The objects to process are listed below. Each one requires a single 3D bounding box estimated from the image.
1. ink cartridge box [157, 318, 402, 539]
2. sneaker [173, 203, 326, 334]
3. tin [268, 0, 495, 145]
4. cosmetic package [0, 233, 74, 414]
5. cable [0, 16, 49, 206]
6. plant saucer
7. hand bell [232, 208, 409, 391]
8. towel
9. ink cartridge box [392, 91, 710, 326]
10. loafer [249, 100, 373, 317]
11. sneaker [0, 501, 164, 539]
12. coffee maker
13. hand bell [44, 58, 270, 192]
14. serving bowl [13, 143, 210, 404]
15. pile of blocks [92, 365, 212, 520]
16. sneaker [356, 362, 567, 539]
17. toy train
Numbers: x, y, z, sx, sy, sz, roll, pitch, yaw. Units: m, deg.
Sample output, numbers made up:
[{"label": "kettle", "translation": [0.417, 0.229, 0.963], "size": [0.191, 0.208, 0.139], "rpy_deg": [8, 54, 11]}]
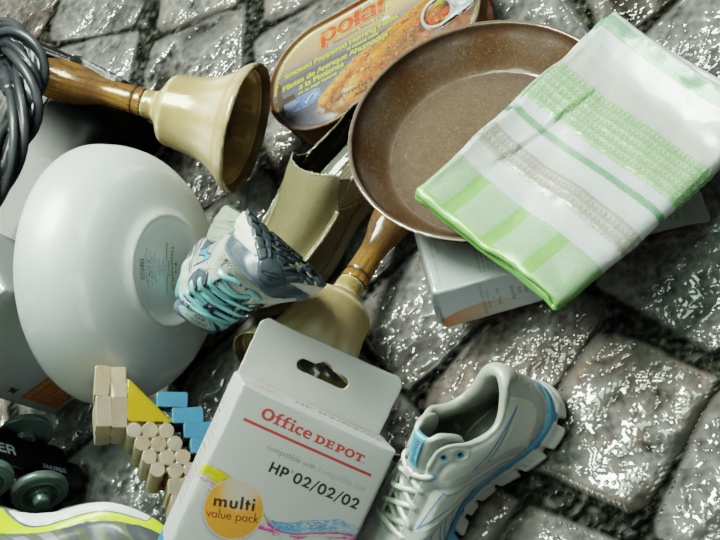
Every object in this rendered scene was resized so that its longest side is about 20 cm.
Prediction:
[{"label": "ink cartridge box", "translation": [-0.055, 0.146, 1.177], "size": [0.068, 0.115, 0.200], "rpy_deg": [-157, 91, -81]}, {"label": "sneaker", "translation": [-0.085, 0.011, 1.233], "size": [0.086, 0.078, 0.200], "rpy_deg": [-49, 11, -6]}, {"label": "tin", "translation": [0.017, -0.173, 1.412], "size": [0.200, 0.042, 0.112], "rpy_deg": [-26, 53, 20]}, {"label": "cosmetic package", "translation": [-0.268, 0.041, 1.360], "size": [0.101, 0.200, 0.071], "rpy_deg": [-37, 64, 11]}, {"label": "cable", "translation": [-0.292, -0.096, 1.366], "size": [0.163, 0.051, 0.200], "rpy_deg": [-28, 52, 41]}, {"label": "plant saucer", "translation": [0.091, -0.092, 1.246], "size": [0.200, 0.037, 0.201], "rpy_deg": [-8, 53, 10]}, {"label": "hand bell", "translation": [0.000, 0.000, 1.297], "size": [0.104, 0.104, 0.200], "rpy_deg": [9, 57, 38]}, {"label": "towel", "translation": [0.152, -0.079, 1.179], "size": [0.200, 0.031, 0.149], "rpy_deg": [-41, 54, -15]}, {"label": "ink cartridge box", "translation": [0.133, -0.059, 1.263], "size": [0.200, 0.050, 0.162], "rpy_deg": [-14, 53, 2]}, {"label": "loafer", "translation": [-0.036, -0.054, 1.353], "size": [0.076, 0.067, 0.200], "rpy_deg": [30, 80, 45]}, {"label": "sneaker", "translation": [-0.226, 0.219, 1.269], "size": [0.200, 0.074, 0.081], "rpy_deg": [-1, 44, 0]}, {"label": "coffee maker", "translation": [-0.252, -0.069, 1.470], "size": [0.192, 0.135, 0.200], "rpy_deg": [19, 75, 40]}, {"label": "hand bell", "translation": [-0.183, -0.135, 1.398], "size": [0.200, 0.104, 0.104], "rpy_deg": [14, 69, 12]}, {"label": "serving bowl", "translation": [-0.169, 0.002, 1.320], "size": [0.066, 0.200, 0.200], "rpy_deg": [-3, 61, 34]}, {"label": "pile of blocks", "translation": [-0.121, 0.147, 1.267], "size": [0.082, 0.062, 0.200], "rpy_deg": [-37, 80, -22]}, {"label": "sneaker", "translation": [0.044, 0.137, 1.167], "size": [0.200, 0.087, 0.075], "rpy_deg": [-50, 49, 0]}, {"label": "toy train", "translation": [-0.310, 0.158, 1.334], "size": [0.114, 0.200, 0.085], "rpy_deg": [-45, 47, 22]}]
